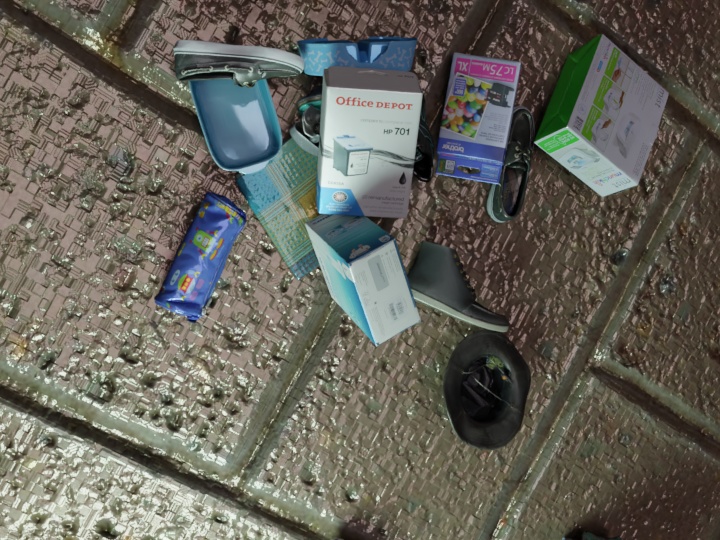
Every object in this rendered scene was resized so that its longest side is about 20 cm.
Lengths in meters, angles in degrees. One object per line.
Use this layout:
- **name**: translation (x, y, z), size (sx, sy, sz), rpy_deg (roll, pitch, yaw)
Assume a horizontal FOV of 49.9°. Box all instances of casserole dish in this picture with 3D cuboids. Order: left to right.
- **casserole dish**: translation (-0.196, -0.249, 1.210), size (0.119, 0.039, 0.205), rpy_deg (-18, 94, -14)

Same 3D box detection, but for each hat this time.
- **hat**: translation (0.205, 0.209, 1.367), size (0.196, 0.080, 0.206), rpy_deg (4, 81, -27)

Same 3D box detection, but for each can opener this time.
- **can opener**: translation (-0.025, -0.199, 1.263), size (0.198, 0.066, 0.055), rpy_deg (26, 57, -33)

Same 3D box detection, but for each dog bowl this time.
- **dog bowl**: translation (-0.004, -0.342, 1.234), size (0.195, 0.112, 0.051), rpy_deg (-7, 111, -16)

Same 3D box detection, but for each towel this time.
- **towel**: translation (-0.099, -0.108, 1.274), size (0.145, 0.022, 0.202), rpy_deg (-34, 105, -11)

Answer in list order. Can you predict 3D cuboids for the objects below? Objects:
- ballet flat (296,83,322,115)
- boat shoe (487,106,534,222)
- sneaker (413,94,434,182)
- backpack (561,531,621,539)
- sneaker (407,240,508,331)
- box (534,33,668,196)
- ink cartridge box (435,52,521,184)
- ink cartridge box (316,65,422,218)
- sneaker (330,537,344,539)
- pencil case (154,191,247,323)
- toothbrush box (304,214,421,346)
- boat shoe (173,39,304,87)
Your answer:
- **ballet flat**: translation (-0.010, -0.287, 1.263), size (0.195, 0.073, 0.075), rpy_deg (-3, 97, -10)
- **boat shoe**: translation (0.271, -0.184, 1.349), size (0.067, 0.057, 0.205), rpy_deg (9, 93, -17)
- **sneaker**: translation (0.081, -0.225, 1.236), size (0.074, 0.081, 0.201), rpy_deg (-19, 140, 14)
- **backpack**: translation (0.432, 0.590, 1.415), size (0.147, 0.200, 0.182), rpy_deg (5, 96, 3)
- **sneaker**: translation (0.177, 0.028, 1.327), size (0.196, 0.075, 0.108), rpy_deg (23, 87, -3)
- **box**: translation (0.424, -0.267, 1.348), size (0.175, 0.096, 0.203), rpy_deg (31, 70, -19)
- **ink cartridge box**: translation (0.197, -0.257, 1.313), size (0.116, 0.042, 0.205), rpy_deg (11, 95, 11)
- **ink cartridge box**: translation (0.009, -0.190, 1.167), size (0.142, 0.087, 0.204), rpy_deg (2, 123, -5)
- **sneaker**: translation (-0.009, 0.557, 1.341), size (0.099, 0.075, 0.202), rpy_deg (-34, 104, -12)
- **pencil case**: translation (-0.245, -0.019, 1.207), size (0.085, 0.078, 0.204), rpy_deg (25, 89, 12)
- **toothbrush box**: translation (0.000, 0.000, 1.206), size (0.084, 0.200, 0.149), rpy_deg (-26, 117, -13)
- **boat shoe**: translation (-0.182, -0.304, 1.165), size (0.195, 0.069, 0.058), rpy_deg (4, 92, -8)
